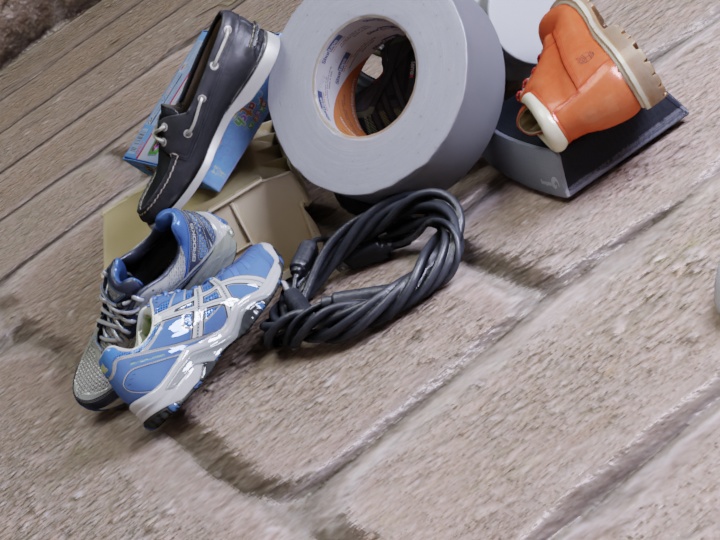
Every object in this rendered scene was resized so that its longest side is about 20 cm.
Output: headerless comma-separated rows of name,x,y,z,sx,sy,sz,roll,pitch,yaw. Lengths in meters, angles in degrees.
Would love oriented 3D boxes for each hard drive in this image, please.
hard drive,0.175,-0.125,1.583,0.135,0.042,0.200,-35,20,-6

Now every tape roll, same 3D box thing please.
tape roll,0.020,-0.157,1.617,0.200,0.201,0.066,-21,-19,29

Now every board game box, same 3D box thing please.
board game box,-0.140,-0.152,1.782,0.151,0.037,0.200,-59,24,-7

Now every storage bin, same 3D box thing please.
storage bin,-0.137,-0.037,1.774,0.198,0.094,0.200,-31,19,3

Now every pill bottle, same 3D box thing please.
pill bottle,0.129,-0.227,1.744,0.116,0.116,0.200,-36,11,-11

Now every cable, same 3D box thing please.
cable,0.000,0.000,1.541,0.200,0.051,0.163,-10,29,45

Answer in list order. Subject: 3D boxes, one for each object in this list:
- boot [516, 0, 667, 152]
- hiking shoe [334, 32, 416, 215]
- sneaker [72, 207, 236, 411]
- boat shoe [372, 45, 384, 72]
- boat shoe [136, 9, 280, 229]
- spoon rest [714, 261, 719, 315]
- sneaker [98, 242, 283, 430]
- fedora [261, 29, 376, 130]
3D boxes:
boot,0.160,-0.156,1.517,0.107,0.075,0.200,-35,22,5
hiking shoe,0.043,-0.126,1.674,0.101,0.076,0.200,39,114,35
sneaker,-0.194,0.027,1.627,0.077,0.085,0.200,35,94,33
boat shoe,0.039,-0.205,1.738,0.065,0.200,0.073,-9,11,-12
boat shoe,-0.144,-0.129,1.644,0.200,0.060,0.074,-57,24,9
spoon rest,0.298,-0.026,1.168,0.200,0.061,0.099,-35,14,36
sneaker,-0.135,0.038,1.577,0.200,0.077,0.076,-50,4,-36
fedora,-0.054,-0.168,1.916,0.092,0.200,0.201,-64,17,10
